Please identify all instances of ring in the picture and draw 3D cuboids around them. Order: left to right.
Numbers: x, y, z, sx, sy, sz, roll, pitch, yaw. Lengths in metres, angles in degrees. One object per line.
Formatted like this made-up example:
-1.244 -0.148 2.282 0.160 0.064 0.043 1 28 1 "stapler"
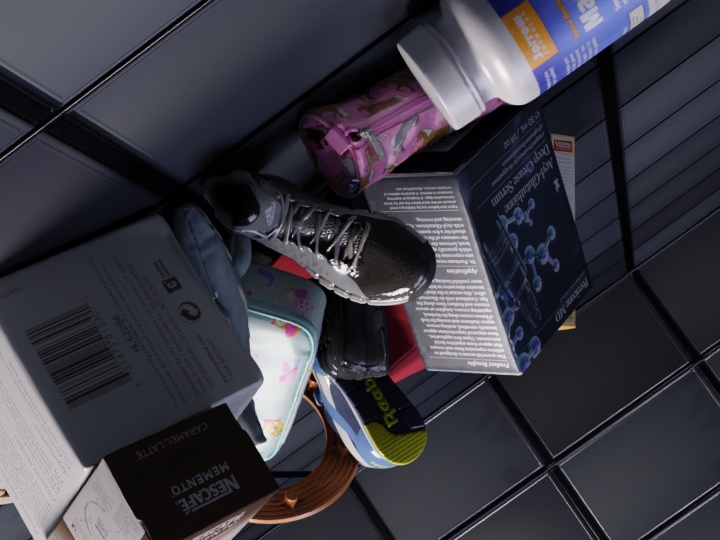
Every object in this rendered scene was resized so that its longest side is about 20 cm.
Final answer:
-0.095 0.155 1.431 0.200 0.200 0.019 -27 149 -31 "ring"

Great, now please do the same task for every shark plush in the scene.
-0.125 0.047 1.211 0.090 0.202 0.083 -4 175 -11 "shark plush"

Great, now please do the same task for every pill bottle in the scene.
0.131 -0.198 1.128 0.199 0.112 0.112 -36 167 1 "pill bottle"

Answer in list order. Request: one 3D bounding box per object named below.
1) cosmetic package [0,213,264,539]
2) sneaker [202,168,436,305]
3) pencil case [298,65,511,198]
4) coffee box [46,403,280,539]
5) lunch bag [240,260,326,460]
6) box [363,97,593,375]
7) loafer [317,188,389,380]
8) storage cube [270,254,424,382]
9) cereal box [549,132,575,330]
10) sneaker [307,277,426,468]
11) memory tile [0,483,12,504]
-0.210 0.092 1.186 0.166 0.168 0.200 -26 165 -32 "cosmetic package"
-0.044 -0.029 1.164 0.115 0.199 0.076 15 96 -62 "sneaker"
0.048 -0.136 1.219 0.199 0.086 0.083 -30 136 -22 "pencil case"
-0.159 0.193 1.122 0.114 0.080 0.200 -23 163 -36 "coffee box"
-0.127 0.081 1.341 0.077 0.159 0.201 -82 -169 -52 "lunch bag"
0.106 -0.031 1.300 0.106 0.201 0.148 1 -148 38 "box"
0.000 0.000 1.355 0.070 0.202 0.068 5 171 -17 "loafer"
0.045 -0.001 1.497 0.199 0.172 0.180 -22 164 -46 "storage cube"
0.171 -0.035 1.560 0.039 0.202 0.144 6 173 -30 "cereal box"
-0.015 0.103 1.412 0.074 0.201 0.082 -21 169 -27 "sneaker"
-0.344 0.214 1.497 0.152 0.017 0.200 -10 167 3 "memory tile"
